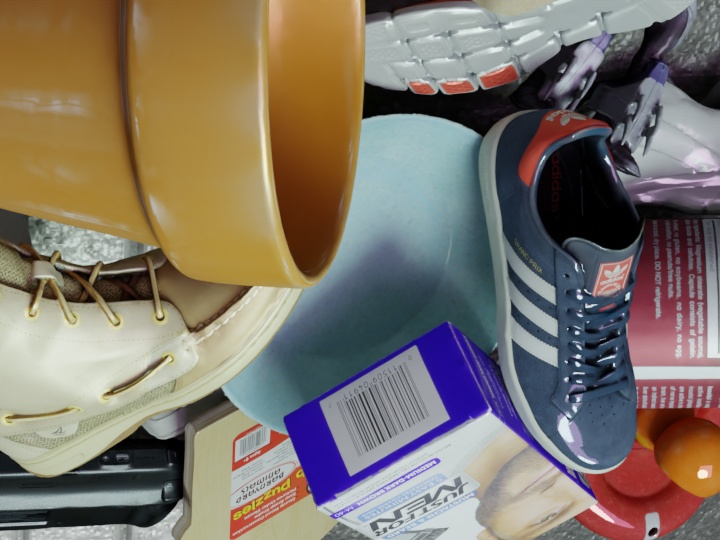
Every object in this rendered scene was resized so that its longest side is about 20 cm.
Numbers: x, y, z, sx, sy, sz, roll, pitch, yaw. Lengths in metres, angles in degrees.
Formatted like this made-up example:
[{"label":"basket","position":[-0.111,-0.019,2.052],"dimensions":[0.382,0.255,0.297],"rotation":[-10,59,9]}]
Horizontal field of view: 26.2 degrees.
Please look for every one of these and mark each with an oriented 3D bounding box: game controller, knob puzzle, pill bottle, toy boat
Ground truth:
[{"label":"game controller","position":[-0.199,0.130,0.924],"dimensions":[0.200,0.042,0.104],"rotation":[2,158,-22]},{"label":"knob puzzle","position":[-0.039,0.114,0.976],"dimensions":[0.219,0.030,0.220],"rotation":[-32,147,-24]},{"label":"pill bottle","position":[0.202,0.025,0.912],"dimensions":[0.200,0.113,0.113],"rotation":[-1,126,8]},{"label":"toy boat","position":[0.200,0.101,1.022],"dimensions":[0.130,0.131,0.200],"rotation":[-7,124,-17]}]

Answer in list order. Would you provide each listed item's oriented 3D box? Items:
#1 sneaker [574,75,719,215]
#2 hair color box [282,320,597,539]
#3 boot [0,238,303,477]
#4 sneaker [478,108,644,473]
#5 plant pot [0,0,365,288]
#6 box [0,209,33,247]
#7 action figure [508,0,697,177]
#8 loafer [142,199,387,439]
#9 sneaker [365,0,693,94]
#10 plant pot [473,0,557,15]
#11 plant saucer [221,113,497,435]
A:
[{"label":"sneaker","position":[0.151,-0.076,0.936],"dimensions":[0.200,0.074,0.087],"rotation":[-5,102,-19]},{"label":"hair color box","position":[0.052,0.110,0.889],"dimensions":[0.109,0.065,0.200],"rotation":[-31,150,12]},{"label":"boot","position":[-0.136,0.008,0.733],"dimensions":[0.200,0.073,0.155],"rotation":[-33,136,17]},{"label":"sneaker","position":[0.117,0.013,0.811],"dimensions":[0.075,0.084,0.200],"rotation":[-19,98,-27]},{"label":"plant pot","position":[-0.105,-0.097,0.662],"dimensions":[0.183,0.200,0.200],"rotation":[3,126,10]},{"label":"box","position":[-0.281,-0.022,0.768],"dimensions":[0.200,0.098,0.124],"rotation":[32,106,-35]},{"label":"action figure","position":[0.170,-0.157,0.865],"dimensions":[0.130,0.069,0.200],"rotation":[29,94,-15]},{"label":"loafer","position":[-0.070,0.012,0.899],"dimensions":[0.070,0.070,0.200],"rotation":[37,97,-29]},{"label":"sneaker","position":[0.079,-0.154,0.808],"dimensions":[0.200,0.082,0.077],"rotation":[-14,153,4]},{"label":"plant pot","position":[0.078,-0.233,0.689],"dimensions":[0.200,0.200,0.177],"rotation":[-25,140,-34]},{"label":"plant saucer","position":[0.000,0.000,0.860],"dimensions":[0.201,0.039,0.201],"rotation":[-13,123,-21]}]
